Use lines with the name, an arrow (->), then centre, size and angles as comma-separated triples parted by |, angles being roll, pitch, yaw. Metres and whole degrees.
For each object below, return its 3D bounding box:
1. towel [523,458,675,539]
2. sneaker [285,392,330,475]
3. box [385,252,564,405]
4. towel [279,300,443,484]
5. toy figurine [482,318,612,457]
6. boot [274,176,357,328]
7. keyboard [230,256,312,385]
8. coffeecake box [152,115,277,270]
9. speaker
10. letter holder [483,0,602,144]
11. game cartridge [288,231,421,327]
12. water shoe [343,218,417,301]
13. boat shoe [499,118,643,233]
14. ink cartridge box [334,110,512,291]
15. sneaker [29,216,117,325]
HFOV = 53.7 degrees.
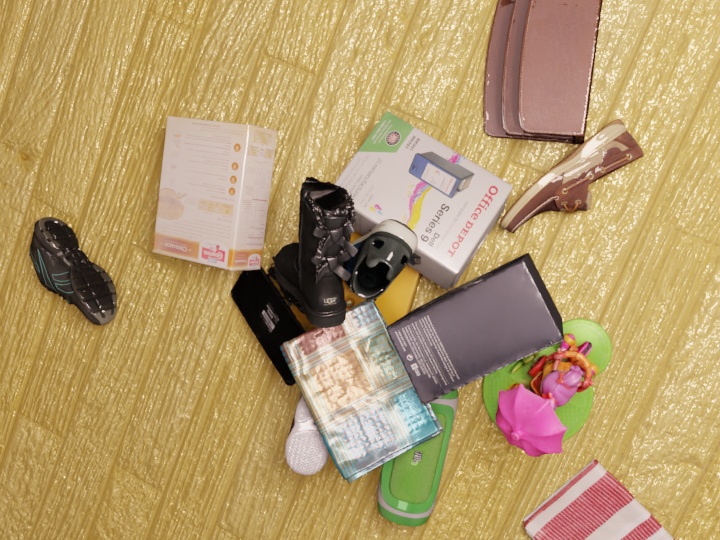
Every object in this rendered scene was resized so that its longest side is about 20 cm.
towel -> 0.338, 0.375, 0.962 | 0.200, 0.023, 0.144 | 46, 103, 8
sneaker -> -0.056, 0.188, 1.015 | 0.075, 0.114, 0.202 | 20, 76, -1
box -> 0.151, 0.065, 0.897 | 0.181, 0.200, 0.105 | -27, 87, 15
towel -> 0.000, 0.155, 0.930 | 0.146, 0.022, 0.201 | -27, 81, -7
toy figurine -> 0.238, 0.155, 0.888 | 0.150, 0.184, 0.200 | 45, 103, 7
boot -> -0.061, -0.039, 0.912 | 0.073, 0.198, 0.164 | -8, 120, -20
keyboard -> -0.113, 0.062, 1.023 | 0.104, 0.039, 0.200 | -55, 53, 23
coffeecake box -> -0.212, -0.112, 1.028 | 0.152, 0.073, 0.202 | 12, 97, 28
speaker -> 0.079, 0.245, 0.989 | 0.088, 0.088, 0.202 | 13, 98, 13
letter holder -> 0.225, -0.271, 0.904 | 0.141, 0.100, 0.202 | 8, 96, 16
game cartridge -> 0.000, 0.000, 1.021 | 0.175, 0.032, 0.202 | 19, 96, 13
water shoe -> 0.006, 0.001, 0.906 | 0.071, 0.200, 0.079 | 34, 64, -1
boat shoe -> 0.273, -0.105, 0.920 | 0.200, 0.072, 0.072 | -39, 84, 9
ink cartridge box -> 0.077, -0.091, 0.940 | 0.199, 0.088, 0.146 | 34, 77, 8
sneaker -> -0.458, 0.011, 1.130 | 0.079, 0.075, 0.201 | -43, 76, 27
